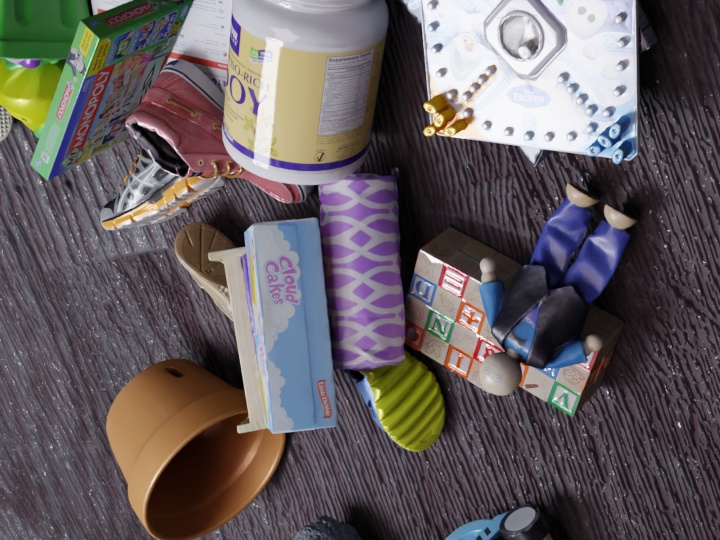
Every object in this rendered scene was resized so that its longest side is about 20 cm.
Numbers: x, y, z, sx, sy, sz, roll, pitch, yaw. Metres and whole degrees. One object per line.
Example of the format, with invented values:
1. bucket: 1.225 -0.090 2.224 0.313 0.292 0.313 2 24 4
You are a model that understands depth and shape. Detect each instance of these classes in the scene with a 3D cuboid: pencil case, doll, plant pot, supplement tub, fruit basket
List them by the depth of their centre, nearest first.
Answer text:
1. doll: 0.166 0.023 1.202 0.136 0.048 0.201 31 100 19
2. supplement tub: -0.051 -0.197 1.237 0.145 0.145 0.201 26 128 24
3. pencil case: 0.000 0.000 1.310 0.085 0.083 0.202 172 96 -74
4. fruit basket: -0.378 -0.238 1.457 0.215 0.155 0.217 9 101 50
5. plant pot: -0.207 0.200 1.570 0.140 0.199 0.201 41 135 34

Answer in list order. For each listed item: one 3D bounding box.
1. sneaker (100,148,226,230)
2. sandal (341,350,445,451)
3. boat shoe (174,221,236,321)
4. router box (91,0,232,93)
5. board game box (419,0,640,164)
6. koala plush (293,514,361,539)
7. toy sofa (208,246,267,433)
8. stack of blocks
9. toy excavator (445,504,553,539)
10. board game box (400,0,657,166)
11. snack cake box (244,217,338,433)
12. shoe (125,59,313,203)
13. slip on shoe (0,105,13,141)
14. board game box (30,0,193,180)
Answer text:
1. sneaker: -0.227 -0.100 1.488 0.199 0.078 0.078 -24 86 40
2. sandal: 0.019 0.105 1.417 0.201 0.079 0.087 58 167 -11
3. boat shoe: -0.125 0.025 1.485 0.200 0.071 0.065 46 169 1
4. router box: -0.192 -0.286 1.362 0.199 0.049 0.181 18 125 30
5. board game box: 0.131 -0.192 1.095 0.199 0.026 0.201 12 122 33
6. koala plush: -0.004 0.404 1.535 0.199 0.177 0.185 29 120 26
7. toy sofa: -0.094 0.066 1.404 0.097 0.083 0.201 -9 89 4
8. stack of blocks: 0.142 0.058 1.292 0.199 0.059 0.116 30 130 21
9. toy excavator: 0.102 0.328 1.414 0.100 0.194 0.200 58 158 -19
10. board game box: 0.154 -0.203 1.132 0.199 0.062 0.201 -21 102 43
11. snack cake box: -0.069 0.054 1.307 0.115 0.067 0.201 162 102 -82
12. shoe: -0.144 -0.116 1.356 0.200 0.091 0.071 42 152 -16
13. slip on shoe: -0.501 -0.234 1.631 0.200 0.074 0.061 43 168 2
14. board game box: -0.252 -0.189 1.337 0.029 0.134 0.200 43 134 9
